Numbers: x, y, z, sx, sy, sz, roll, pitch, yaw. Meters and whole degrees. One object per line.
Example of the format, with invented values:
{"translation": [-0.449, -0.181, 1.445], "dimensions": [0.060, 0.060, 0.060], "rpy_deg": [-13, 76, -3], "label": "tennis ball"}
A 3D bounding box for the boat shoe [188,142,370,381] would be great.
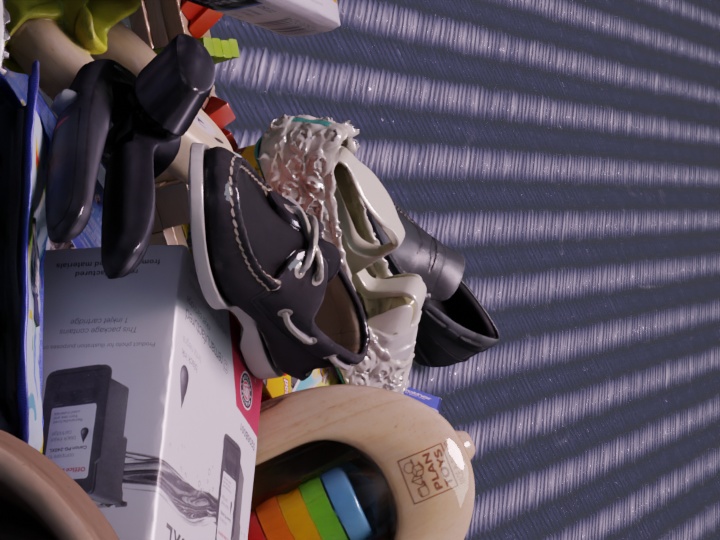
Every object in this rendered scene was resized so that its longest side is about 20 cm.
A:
{"translation": [-0.038, -0.001, 0.941], "dimensions": [0.200, 0.060, 0.075], "rpy_deg": [70, 19, -59], "label": "boat shoe"}

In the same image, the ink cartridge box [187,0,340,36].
{"translation": [-0.065, -0.232, 1.007], "dimensions": [0.197, 0.047, 0.202], "rpy_deg": [-1, 82, -74], "label": "ink cartridge box"}

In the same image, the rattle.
{"translation": [-0.086, -0.117, 1.019], "dimensions": [0.199, 0.143, 0.130], "rpy_deg": [37, -1, -15], "label": "rattle"}

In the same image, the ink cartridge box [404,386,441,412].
{"translation": [0.013, 0.147, 1.202], "dimensions": [0.200, 0.042, 0.120], "rpy_deg": [-72, 178, -74], "label": "ink cartridge box"}

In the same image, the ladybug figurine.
{"translation": [-0.029, 0.135, 1.050], "dimensions": [0.072, 0.198, 0.137], "rpy_deg": [90, -22, -87], "label": "ladybug figurine"}

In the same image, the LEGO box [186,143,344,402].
{"translation": [-0.051, 0.038, 1.171], "dimensions": [0.201, 0.076, 0.150], "rpy_deg": [-73, 144, -49], "label": "LEGO box"}

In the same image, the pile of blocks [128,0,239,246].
{"translation": [-0.095, -0.092, 1.149], "dimensions": [0.082, 0.062, 0.202], "rpy_deg": [37, 47, -57], "label": "pile of blocks"}

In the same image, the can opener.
{"translation": [-0.112, -0.053, 0.864], "dimensions": [0.063, 0.079, 0.200], "rpy_deg": [27, 23, -9], "label": "can opener"}

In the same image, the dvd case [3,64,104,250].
{"translation": [-0.171, 0.008, 0.979], "dimensions": [0.201, 0.017, 0.143], "rpy_deg": [-79, 150, -44], "label": "dvd case"}

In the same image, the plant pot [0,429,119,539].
{"translation": [-0.163, 0.152, 0.746], "dimensions": [0.175, 0.198, 0.202], "rpy_deg": [31, 48, -84], "label": "plant pot"}

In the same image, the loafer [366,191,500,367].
{"translation": [0.041, -0.003, 1.416], "dimensions": [0.201, 0.070, 0.069], "rpy_deg": [55, 31, -43], "label": "loafer"}

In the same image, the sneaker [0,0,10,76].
{"translation": [-0.214, -0.149, 0.912], "dimensions": [0.089, 0.070, 0.202], "rpy_deg": [5, 87, -29], "label": "sneaker"}

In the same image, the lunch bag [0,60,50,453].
{"translation": [-0.190, -0.006, 0.799], "dimensions": [0.200, 0.126, 0.172], "rpy_deg": [35, 50, -60], "label": "lunch bag"}

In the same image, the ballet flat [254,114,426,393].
{"translation": [0.000, 0.000, 1.126], "dimensions": [0.072, 0.071, 0.201], "rpy_deg": [-66, 139, -54], "label": "ballet flat"}

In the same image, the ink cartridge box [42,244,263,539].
{"translation": [-0.109, 0.110, 0.939], "dimensions": [0.145, 0.082, 0.202], "rpy_deg": [63, 28, -61], "label": "ink cartridge box"}
